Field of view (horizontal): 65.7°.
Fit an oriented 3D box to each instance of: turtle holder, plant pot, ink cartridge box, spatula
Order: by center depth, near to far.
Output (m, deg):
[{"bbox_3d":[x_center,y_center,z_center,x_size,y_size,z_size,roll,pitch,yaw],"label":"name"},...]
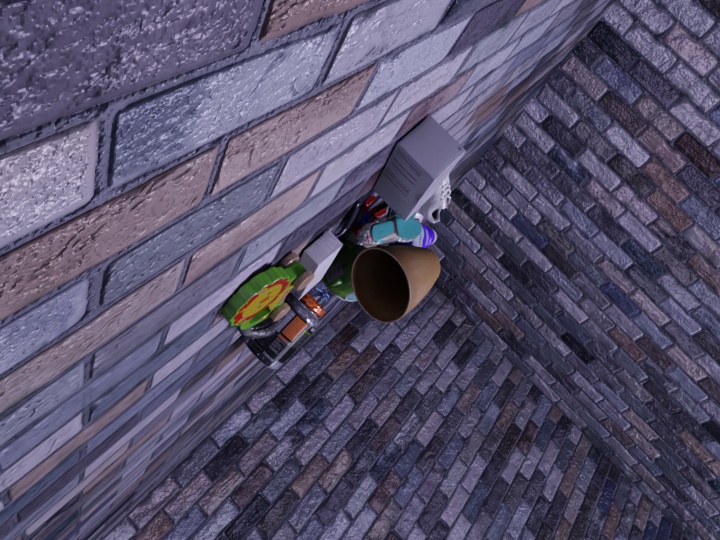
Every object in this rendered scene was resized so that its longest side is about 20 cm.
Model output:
[{"bbox_3d":[-0.043,-0.096,1.326,0.056,0.021,0.200,-39,171,-45],"label":"spatula"},{"bbox_3d":[0.109,0.010,1.405,0.199,0.187,0.187,-23,160,-44],"label":"plant pot"},{"bbox_3d":[-0.009,-0.001,1.503,0.186,0.140,0.132,-51,135,-12],"label":"turtle holder"},{"bbox_3d":[-0.004,-0.094,1.588,0.200,0.039,0.099,-45,176,5],"label":"ink cartridge box"}]

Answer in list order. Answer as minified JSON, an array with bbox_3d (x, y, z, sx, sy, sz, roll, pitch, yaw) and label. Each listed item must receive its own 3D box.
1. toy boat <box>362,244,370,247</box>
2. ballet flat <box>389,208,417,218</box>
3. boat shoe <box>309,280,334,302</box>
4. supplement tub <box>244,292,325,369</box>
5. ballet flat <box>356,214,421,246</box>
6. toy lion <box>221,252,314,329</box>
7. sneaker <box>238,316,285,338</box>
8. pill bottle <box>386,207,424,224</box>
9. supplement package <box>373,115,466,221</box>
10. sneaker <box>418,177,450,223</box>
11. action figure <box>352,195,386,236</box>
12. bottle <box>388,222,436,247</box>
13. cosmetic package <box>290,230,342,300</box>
[{"bbox_3d":[-0.009,-0.033,1.736,0.129,0.132,0.200,-16,175,-1],"label":"toy boat"},{"bbox_3d":[0.126,-0.195,1.459,0.069,0.069,0.202,75,36,-85],"label":"ballet flat"},{"bbox_3d":[-0.089,0.045,1.612,0.198,0.069,0.084,-29,178,-2],"label":"boat shoe"},{"bbox_3d":[-0.191,0.144,1.433,0.200,0.123,0.123,-45,175,-2],"label":"supplement tub"},{"bbox_3d":[0.068,-0.099,1.370,0.063,0.077,0.199,-7,180,45],"label":"ballet flat"},{"bbox_3d":[-0.193,0.055,1.088,0.191,0.069,0.200,-31,167,-45],"label":"toy lion"},{"bbox_3d":[-0.229,0.128,1.255,0.079,0.075,0.200,-44,176,12],"label":"sneaker"},{"bbox_3d":[0.133,-0.158,1.641,0.112,0.112,0.202,-40,154,-50],"label":"pill bottle"},{"bbox_3d":[0.123,-0.218,1.218,0.114,0.110,0.200,-43,175,-24],"label":"supplement package"},{"bbox_3d":[0.213,-0.217,1.492,0.074,0.087,0.201,-19,142,-32],"label":"sneaker"},{"bbox_3d":[0.037,-0.133,1.440,0.099,0.066,0.200,-34,171,-24],"label":"action figure"},{"bbox_3d":[0.149,-0.092,1.551,0.199,0.065,0.085,-7,100,-56],"label":"bottle"},{"bbox_3d":[-0.110,-0.009,1.284,0.082,0.051,0.200,-41,174,-31],"label":"cosmetic package"}]
